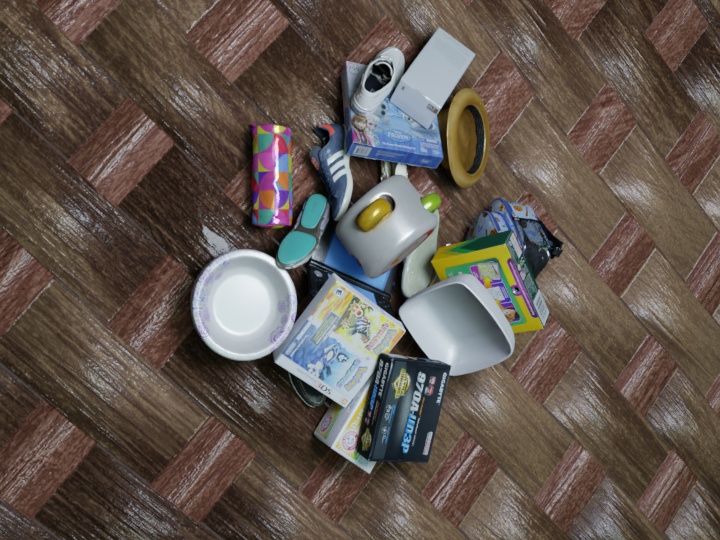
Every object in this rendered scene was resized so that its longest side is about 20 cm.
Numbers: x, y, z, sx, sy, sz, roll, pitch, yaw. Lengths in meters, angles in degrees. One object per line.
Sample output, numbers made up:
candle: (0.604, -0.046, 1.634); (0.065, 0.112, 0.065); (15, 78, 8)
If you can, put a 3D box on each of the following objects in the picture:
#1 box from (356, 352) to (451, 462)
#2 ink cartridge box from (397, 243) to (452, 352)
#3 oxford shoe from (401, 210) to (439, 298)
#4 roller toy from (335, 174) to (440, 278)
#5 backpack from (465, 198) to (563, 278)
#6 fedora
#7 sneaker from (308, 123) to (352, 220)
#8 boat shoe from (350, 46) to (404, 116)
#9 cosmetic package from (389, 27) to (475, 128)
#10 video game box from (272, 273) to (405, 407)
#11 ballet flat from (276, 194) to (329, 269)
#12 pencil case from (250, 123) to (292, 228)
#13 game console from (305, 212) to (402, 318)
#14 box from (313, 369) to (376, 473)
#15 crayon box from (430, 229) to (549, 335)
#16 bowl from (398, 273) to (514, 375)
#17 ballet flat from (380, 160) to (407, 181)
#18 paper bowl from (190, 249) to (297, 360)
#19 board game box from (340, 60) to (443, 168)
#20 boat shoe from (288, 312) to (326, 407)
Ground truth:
box: (0.087, 0.271, 1.430); (0.156, 0.046, 0.206); (12, 94, -35)
ink cartridge box: (0.184, 0.054, 1.561); (0.116, 0.067, 0.202); (38, 79, -18)
oxford shoe: (0.120, -0.040, 1.533); (0.074, 0.057, 0.206); (18, 78, -34)
roller toy: (0.045, -0.088, 1.417); (0.141, 0.183, 0.199); (51, 48, 6)
backpack: (0.305, -0.050, 1.539); (0.150, 0.193, 0.202); (16, 131, -17)
fedora: (0.203, -0.276, 1.534); (0.198, 0.080, 0.207); (-13, 106, -52)
sneaker: (-0.064, -0.197, 1.443); (0.082, 0.075, 0.205); (7, 67, -20)
boat shoe: (0.042, -0.387, 1.434); (0.071, 0.066, 0.201); (35, 54, 0)
cosmetic package: (0.148, -0.392, 1.481); (0.101, 0.074, 0.202); (35, 56, -1)
video game box: (-0.041, 0.138, 1.401); (0.181, 0.047, 0.201); (34, 100, -24)
ballet flat: (-0.106, -0.060, 1.417); (0.072, 0.072, 0.203); (39, 48, -18)
pencil case: (-0.173, -0.184, 1.413); (0.086, 0.088, 0.206); (0, 91, -20)
game console: (0.000, 0.000, 1.469); (0.196, 0.172, 0.120); (23, 111, -19)
box: (0.011, 0.285, 1.482); (0.112, 0.101, 0.203); (36, 80, -23)
crayon box: (0.258, 0.033, 1.453); (0.203, 0.170, 0.059); (61, 41, -21)
bowl: (0.198, 0.100, 1.449); (0.202, 0.198, 0.075); (52, 44, -12)
ballet flat: (0.074, -0.244, 1.512); (0.074, 0.064, 0.206); (-8, 94, -19)
paper bowl: (-0.224, 0.063, 1.384); (0.195, 0.104, 0.207); (0, 90, -17)
board game box: (0.061, -0.314, 1.469); (0.195, 0.043, 0.204); (5, 61, -21)
boat shoe: (-0.109, 0.181, 1.459); (0.072, 0.060, 0.205); (-16, 97, -19)
